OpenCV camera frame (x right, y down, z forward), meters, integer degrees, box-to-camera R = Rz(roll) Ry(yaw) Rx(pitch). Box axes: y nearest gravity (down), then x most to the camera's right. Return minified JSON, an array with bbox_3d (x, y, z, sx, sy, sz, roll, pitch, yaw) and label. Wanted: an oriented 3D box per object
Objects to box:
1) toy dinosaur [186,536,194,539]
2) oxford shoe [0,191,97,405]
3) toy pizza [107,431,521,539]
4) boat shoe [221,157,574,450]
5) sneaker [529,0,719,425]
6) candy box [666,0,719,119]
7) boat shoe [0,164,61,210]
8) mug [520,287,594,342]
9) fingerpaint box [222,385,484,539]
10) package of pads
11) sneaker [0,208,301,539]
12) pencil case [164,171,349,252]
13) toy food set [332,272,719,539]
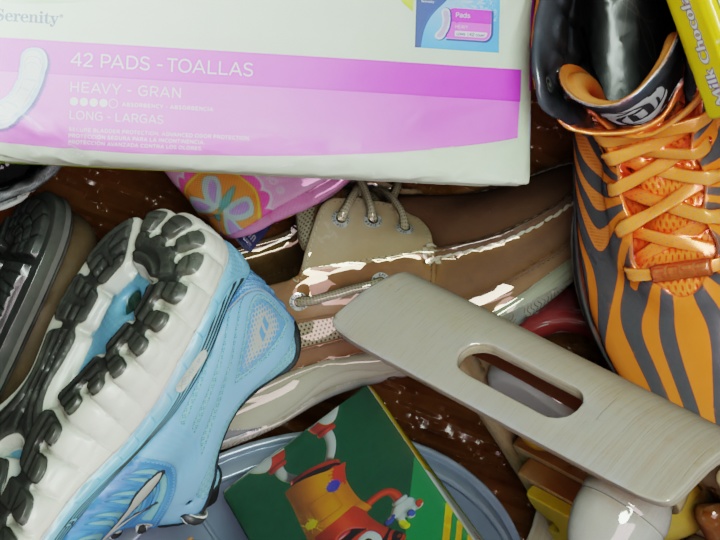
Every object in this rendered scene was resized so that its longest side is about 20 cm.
[{"bbox_3d":[-0.053,0.179,0.905,0.135,0.102,0.201,-34,113,-28],"label":"toy dinosaur"},{"bbox_3d":[-0.125,0.063,0.912,0.084,0.073,0.201,10,116,-19],"label":"oxford shoe"},{"bbox_3d":[-0.028,0.145,0.954,0.199,0.032,0.201,-9,120,-15],"label":"toy pizza"},{"bbox_3d":[0.000,0.000,0.899,0.199,0.076,0.072,-25,108,0],"label":"boat shoe"},{"bbox_3d":[0.090,-0.033,0.777,0.077,0.112,0.201,-13,91,15],"label":"sneaker"},{"bbox_3d":[0.172,-0.128,0.738,0.199,0.026,0.103,-24,94,-23],"label":"candy box"},{"bbox_3d":[-0.201,-0.033,0.863,0.198,0.068,0.074,-5,110,-5],"label":"boat shoe"},{"bbox_3d":[0.160,0.070,0.936,0.133,0.177,0.201,-32,120,-35],"label":"mug"},{"bbox_3d":[0.049,0.166,0.870,0.073,0.167,0.200,-36,127,-1],"label":"fingerpaint box"},{"bbox_3d":[-0.042,-0.108,0.763,0.199,0.068,0.156,2,91,-16],"label":"package of pads"},{"bbox_3d":[-0.090,0.080,0.849,0.090,0.078,0.200,32,101,-38],"label":"sneaker"},{"bbox_3d":[-0.066,-0.106,0.836,0.087,0.087,0.200,-35,101,6],"label":"pencil case"},{"bbox_3d":[0.081,0.090,0.836,0.061,0.143,0.200,-52,143,-16],"label":"toy food set"}]
